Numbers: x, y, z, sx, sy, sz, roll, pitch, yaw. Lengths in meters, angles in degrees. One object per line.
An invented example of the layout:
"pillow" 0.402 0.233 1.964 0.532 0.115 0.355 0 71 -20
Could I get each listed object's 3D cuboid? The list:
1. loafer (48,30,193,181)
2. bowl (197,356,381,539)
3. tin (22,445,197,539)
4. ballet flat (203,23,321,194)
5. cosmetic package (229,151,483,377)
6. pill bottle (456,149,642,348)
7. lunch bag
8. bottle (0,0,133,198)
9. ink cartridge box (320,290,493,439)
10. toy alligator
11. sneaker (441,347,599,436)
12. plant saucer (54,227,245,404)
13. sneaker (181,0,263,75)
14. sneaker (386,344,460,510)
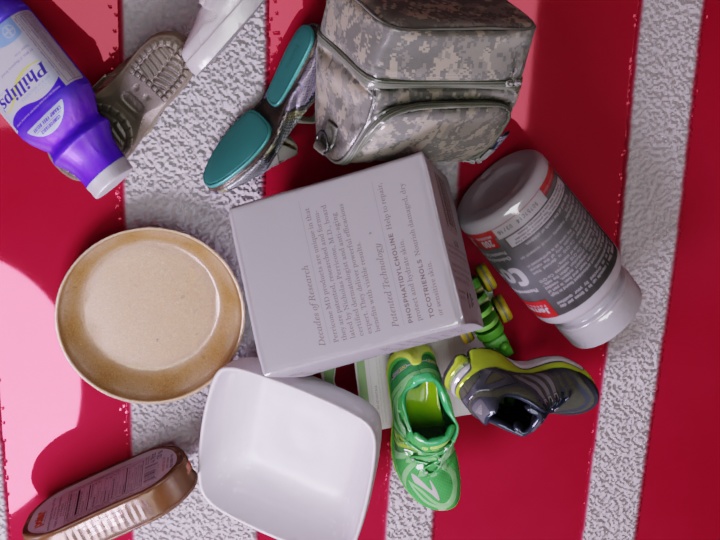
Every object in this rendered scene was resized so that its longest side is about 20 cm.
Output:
"loafer" -0.227 -0.162 1.379 0.199 0.068 0.076 -36 102 25
"bowl" -0.071 0.190 1.508 0.198 0.075 0.202 20 121 13
"tin" -0.272 0.250 1.519 0.198 0.112 0.042 -24 104 1
"ballet flat" -0.078 -0.150 1.409 0.072 0.072 0.201 31 106 -19
"cosmetic package" 0.000 0.000 1.378 0.197 0.167 0.169 -15 83 11
"pill bottle" 0.201 -0.018 1.475 0.114 0.114 0.200 -39 112 9
"lunch bag" 0.056 -0.184 1.356 0.198 0.140 0.170 -6 126 -32
"bottle" -0.294 -0.160 1.323 0.083 0.065 0.201 -37 93 19
"ink cartridge box" 0.053 0.097 1.537 0.197 0.048 0.148 -9 113 -4
"toy alligator" 0.135 0.062 1.484 0.059 0.054 0.201 -28 114 2
"sneaker" 0.178 0.139 1.482 0.198 0.081 0.074 6 129 -34
"plant saucer" -0.221 0.043 1.480 0.197 0.036 0.203 -3 113 -7
"sneaker" -0.128 -0.288 1.286 0.115 0.074 0.201 36 97 -10
"sneaker" 0.067 0.179 1.502 0.073 0.084 0.202 -15 115 -4
